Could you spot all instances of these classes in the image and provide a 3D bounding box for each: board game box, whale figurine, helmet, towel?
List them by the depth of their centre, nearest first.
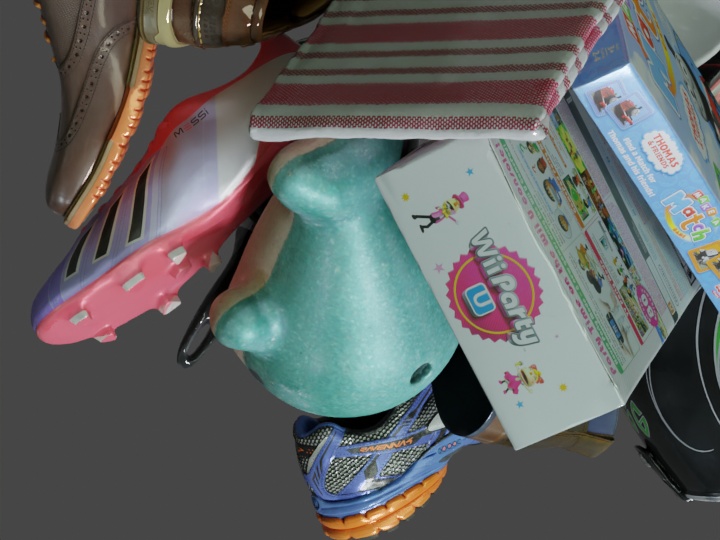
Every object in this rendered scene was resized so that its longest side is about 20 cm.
[{"bbox_3d":[0.051,-0.114,1.027,0.200,0.146,0.030,-57,138,-45],"label":"towel"},{"bbox_3d":[0.096,-0.018,1.077,0.148,0.064,0.200,63,24,-5],"label":"board game box"},{"bbox_3d":[0.000,0.000,1.097,0.159,0.104,0.200,-33,154,-20],"label":"whale figurine"},{"bbox_3d":[0.157,-0.084,1.141,0.037,0.151,0.200,-25,132,18],"label":"board game box"},{"bbox_3d":[0.240,0.025,1.280,0.200,0.200,0.191,-17,95,-31],"label":"helmet"}]

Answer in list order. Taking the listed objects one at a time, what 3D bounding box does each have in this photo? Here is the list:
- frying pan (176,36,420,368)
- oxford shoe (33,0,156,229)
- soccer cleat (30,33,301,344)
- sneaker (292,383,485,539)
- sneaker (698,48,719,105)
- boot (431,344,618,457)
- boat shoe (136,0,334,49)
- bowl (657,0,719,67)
[{"bbox_3d":[-0.031,-0.036,1.176,0.115,0.031,0.190,7,105,-26],"label":"frying pan"},{"bbox_3d":[-0.134,-0.122,1.083,0.073,0.071,0.200,15,93,-8],"label":"oxford shoe"},{"bbox_3d":[-0.094,-0.040,1.111,0.200,0.076,0.067,-39,160,3],"label":"soccer cleat"},{"bbox_3d":[0.043,0.064,1.224,0.200,0.075,0.078,-42,116,-23],"label":"sneaker"},{"bbox_3d":[0.241,-0.132,1.321,0.200,0.074,0.087,-50,123,-17],"label":"sneaker"},{"bbox_3d":[0.087,0.014,1.205,0.097,0.075,0.200,20,52,-33],"label":"boot"},{"bbox_3d":[-0.038,-0.149,1.085,0.200,0.067,0.072,-41,144,-58],"label":"boat shoe"},{"bbox_3d":[0.107,-0.186,1.219,0.200,0.075,0.200,-28,113,-28],"label":"bowl"}]
